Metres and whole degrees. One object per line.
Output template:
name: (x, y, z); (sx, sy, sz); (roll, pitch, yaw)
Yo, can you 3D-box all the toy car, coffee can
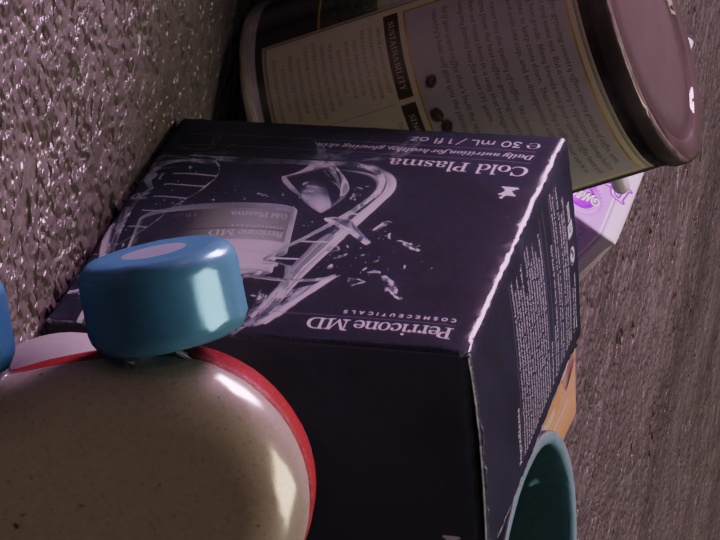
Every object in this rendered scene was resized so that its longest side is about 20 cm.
toy car: (-0.101, 0.074, 1.194); (0.200, 0.176, 0.185); (-73, 153, -78)
coffee can: (0.058, -0.098, 1.545); (0.146, 0.200, 0.147); (-16, 90, -70)

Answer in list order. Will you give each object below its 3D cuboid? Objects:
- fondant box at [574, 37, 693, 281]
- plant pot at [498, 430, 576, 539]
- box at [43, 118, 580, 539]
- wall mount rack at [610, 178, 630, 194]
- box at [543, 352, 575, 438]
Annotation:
fondant box: (0.107, -0.103, 1.793); (0.058, 0.144, 0.200); (-47, -168, 46)
plant pot: (-0.009, 0.167, 1.463); (0.200, 0.196, 0.201); (6, 90, -74)
box: (-0.016, 0.029, 1.390); (0.197, 0.199, 0.124); (-64, 152, -54)
wall mount rack: (0.076, -0.127, 1.649); (0.075, 0.199, 0.174); (17, 70, -69)
box: (0.070, 0.032, 1.882); (0.152, 0.106, 0.200); (-57, 149, -59)
